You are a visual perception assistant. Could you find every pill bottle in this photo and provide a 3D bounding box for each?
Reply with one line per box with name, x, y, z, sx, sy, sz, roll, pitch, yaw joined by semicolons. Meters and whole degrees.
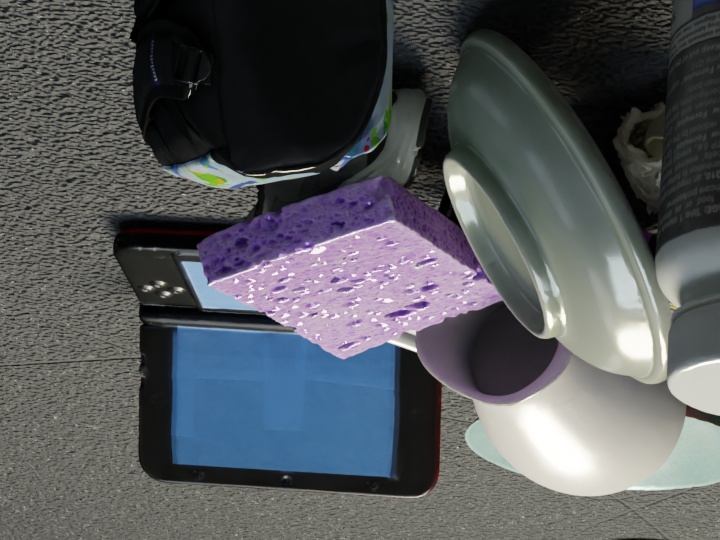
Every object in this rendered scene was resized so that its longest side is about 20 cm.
pill bottle;0.198;-0.037;1.421;0.113;0.201;0.114;6;161;2

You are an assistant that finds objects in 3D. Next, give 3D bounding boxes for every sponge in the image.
sponge;0.000;0.000;1.633;0.111;0.030;0.200;-19;162;16

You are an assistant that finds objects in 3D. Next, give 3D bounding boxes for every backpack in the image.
backpack;-0.046;-0.108;1.380;0.153;0.164;0.200;-1;171;-25

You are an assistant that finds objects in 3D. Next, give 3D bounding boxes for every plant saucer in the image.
plant saucer;0.173;0.106;2.066;0.199;0.039;0.201;6;160;2
plant saucer;0.088;-0.023;1.513;0.050;0.201;0.200;-28;163;-10

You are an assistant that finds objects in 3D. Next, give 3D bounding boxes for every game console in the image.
game console;-0.052;0.059;1.883;0.198;0.120;0.173;3;160;8

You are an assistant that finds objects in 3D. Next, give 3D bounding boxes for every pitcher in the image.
pitcher;0.098;0.059;1.813;0.171;0.122;0.200;15;170;33

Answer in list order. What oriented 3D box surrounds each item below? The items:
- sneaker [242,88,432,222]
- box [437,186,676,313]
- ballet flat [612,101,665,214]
sneaker;-0.030;-0.056;1.646;0.079;0.074;0.200;21;151;-14
box;0.152;-0.001;1.671;0.142;0.036;0.200;22;-179;-35
ballet flat;0.214;-0.069;1.533;0.199;0.072;0.072;-10;155;37
